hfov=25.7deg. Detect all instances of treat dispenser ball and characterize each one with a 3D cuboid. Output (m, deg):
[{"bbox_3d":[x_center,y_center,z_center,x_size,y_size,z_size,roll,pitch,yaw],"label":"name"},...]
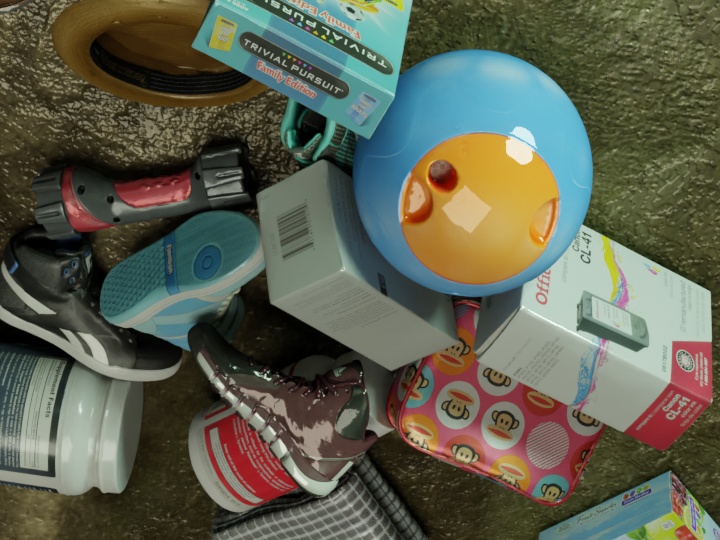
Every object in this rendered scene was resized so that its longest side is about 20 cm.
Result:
[{"bbox_3d":[0.092,-0.080,1.300,0.198,0.202,0.203,4,127,5],"label":"treat dispenser ball"}]

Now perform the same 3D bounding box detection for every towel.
[{"bbox_3d":[-0.045,0.290,1.665,0.198,0.086,0.166,-25,118,24],"label":"towel"}]

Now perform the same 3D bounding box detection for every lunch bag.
[{"bbox_3d":[0.138,0.108,1.482,0.198,0.082,0.178,26,91,-11],"label":"lunch bag"}]

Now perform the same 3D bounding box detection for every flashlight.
[{"bbox_3d":[-0.197,-0.077,1.434,0.197,0.069,0.068,-11,168,11],"label":"flashlight"}]

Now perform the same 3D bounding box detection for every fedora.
[{"bbox_3d":[-0.153,-0.205,1.299,0.198,0.083,0.201,1,160,0],"label":"fedora"}]

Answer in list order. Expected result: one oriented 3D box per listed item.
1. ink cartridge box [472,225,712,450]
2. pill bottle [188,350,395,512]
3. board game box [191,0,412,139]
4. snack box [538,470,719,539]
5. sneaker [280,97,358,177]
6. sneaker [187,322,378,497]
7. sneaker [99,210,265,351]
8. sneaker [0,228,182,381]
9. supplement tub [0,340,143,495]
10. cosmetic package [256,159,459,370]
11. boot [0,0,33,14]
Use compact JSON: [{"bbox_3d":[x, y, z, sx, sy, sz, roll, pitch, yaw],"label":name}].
[{"bbox_3d":[0.212,0.049,1.408,0.198,0.149,0.086,27,133,-13],"label":"ink cartridge box"},{"bbox_3d":[-0.063,0.153,1.549,0.199,0.113,0.113,-27,119,25],"label":"pill bottle"},{"bbox_3d":[-0.037,-0.205,1.229,0.150,0.201,0.047,26,126,-12],"label":"board game box"},{"bbox_3d":[0.308,0.324,1.649,0.168,0.068,0.200,-29,116,26],"label":"snack box"},{"bbox_3d":[-0.038,-0.117,1.348,0.077,0.091,0.202,22,137,22],"label":"sneaker"},{"bbox_3d":[-0.060,0.101,1.445,0.115,0.076,0.200,-39,101,7],"label":"sneaker"},{"bbox_3d":[-0.132,0.014,1.461,0.198,0.080,0.130,-19,148,35],"label":"sneaker"},{"bbox_3d":[-0.254,0.028,1.509,0.198,0.073,0.112,22,128,-6],"label":"sneaker"},{"bbox_3d":[-0.325,0.145,1.564,0.197,0.141,0.142,8,127,2],"label":"supplement tub"},{"bbox_3d":[0.000,0.000,1.380,0.081,0.114,0.199,-24,150,26],"label":"cosmetic package"},{"bbox_3d":[-0.289,-0.317,1.267,0.184,0.065,0.201,-18,126,4],"label":"boot"}]
